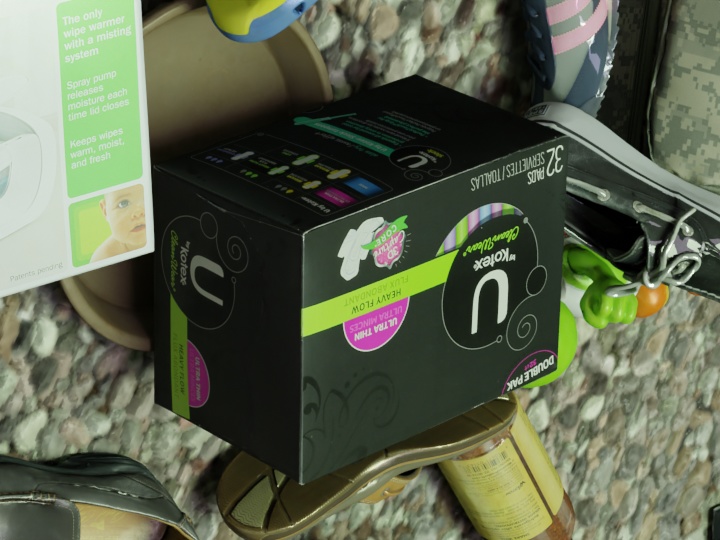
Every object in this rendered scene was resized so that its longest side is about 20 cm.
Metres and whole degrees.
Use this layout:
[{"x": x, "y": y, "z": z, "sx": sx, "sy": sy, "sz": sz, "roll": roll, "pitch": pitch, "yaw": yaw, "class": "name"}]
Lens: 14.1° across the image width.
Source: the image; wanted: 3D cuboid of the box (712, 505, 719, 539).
[{"x": 0.349, "y": 0.249, "z": 2.027, "sx": 0.107, "sy": 0.199, "sz": 0.149, "roll": -23, "pitch": 125, "yaw": -38, "class": "box"}]

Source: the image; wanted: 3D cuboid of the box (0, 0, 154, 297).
[{"x": -0.207, "y": -0.079, "z": 1.363, "sx": 0.199, "sy": 0.097, "sz": 0.177, "roll": -17, "pitch": 121, "yaw": -30, "class": "box"}]

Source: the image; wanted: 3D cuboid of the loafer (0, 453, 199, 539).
[{"x": -0.172, "y": 0.139, "z": 1.535, "sx": 0.199, "sy": 0.072, "sz": 0.073, "roll": -9, "pitch": 116, "yaw": -42, "class": "loafer"}]

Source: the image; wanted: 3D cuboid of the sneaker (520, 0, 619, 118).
[{"x": 0.108, "y": -0.169, "z": 1.695, "sx": 0.082, "sy": 0.070, "sz": 0.201, "roll": -2, "pitch": 112, "yaw": -22, "class": "sneaker"}]

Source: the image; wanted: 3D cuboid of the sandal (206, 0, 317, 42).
[{"x": -0.009, "y": -0.185, "z": 1.535, "sx": 0.200, "sy": 0.079, "sz": 0.087, "roll": -50, "pitch": 145, "yaw": -27, "class": "sandal"}]

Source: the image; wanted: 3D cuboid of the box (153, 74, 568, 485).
[{"x": 0.000, "y": 0.000, "z": 1.566, "sx": 0.199, "sy": 0.124, "sz": 0.149, "roll": -22, "pitch": 124, "yaw": -39, "class": "box"}]

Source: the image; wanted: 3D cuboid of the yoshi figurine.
[{"x": 0.130, "y": 0.022, "z": 1.767, "sx": 0.199, "sy": 0.112, "sz": 0.113, "roll": -9, "pitch": 121, "yaw": -40, "class": "yoshi figurine"}]

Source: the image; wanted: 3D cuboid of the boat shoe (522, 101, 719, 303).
[{"x": 0.170, "y": -0.020, "z": 1.699, "sx": 0.199, "sy": 0.074, "sz": 0.068, "roll": 35, "pitch": 53, "yaw": -14, "class": "boat shoe"}]

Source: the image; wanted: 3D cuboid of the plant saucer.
[{"x": -0.094, "y": -0.055, "z": 1.555, "sx": 0.199, "sy": 0.029, "sz": 0.201, "roll": -21, "pitch": 122, "yaw": -38, "class": "plant saucer"}]

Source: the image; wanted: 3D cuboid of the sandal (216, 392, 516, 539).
[{"x": 0.001, "y": 0.109, "z": 1.701, "sx": 0.199, "sy": 0.080, "sz": 0.054, "roll": -28, "pitch": 146, "yaw": -27, "class": "sandal"}]

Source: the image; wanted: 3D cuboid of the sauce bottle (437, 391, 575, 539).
[{"x": 0.096, "y": 0.143, "z": 1.819, "sx": 0.066, "sy": 0.066, "sz": 0.200, "roll": -46, "pitch": 135, "yaw": -20, "class": "sauce bottle"}]

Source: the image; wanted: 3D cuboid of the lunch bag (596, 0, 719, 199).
[{"x": 0.229, "y": -0.141, "z": 1.741, "sx": 0.139, "sy": 0.167, "sz": 0.201, "roll": -8, "pitch": 114, "yaw": -43, "class": "lunch bag"}]
